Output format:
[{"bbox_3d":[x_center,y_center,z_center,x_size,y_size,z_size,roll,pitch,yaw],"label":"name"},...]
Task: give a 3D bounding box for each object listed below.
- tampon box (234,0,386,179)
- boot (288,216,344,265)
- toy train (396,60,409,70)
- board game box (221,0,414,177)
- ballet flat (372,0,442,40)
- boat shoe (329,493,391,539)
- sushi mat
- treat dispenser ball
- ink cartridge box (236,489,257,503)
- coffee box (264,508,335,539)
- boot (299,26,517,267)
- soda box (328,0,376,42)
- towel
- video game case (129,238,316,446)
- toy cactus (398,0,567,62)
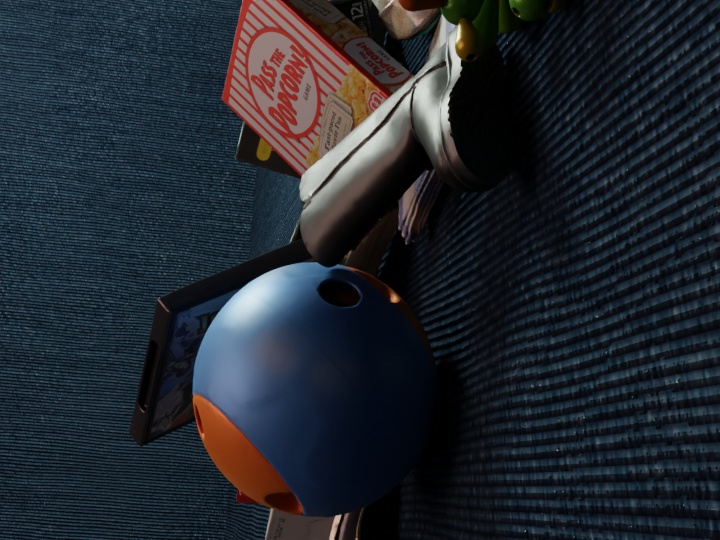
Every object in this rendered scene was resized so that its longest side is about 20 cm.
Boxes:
[{"bbox_3d":[-0.050,-0.213,1.296,0.201,0.125,0.151,-80,8,-57],"label":"tampon box"},{"bbox_3d":[-0.039,-0.029,1.257,0.131,0.067,0.202,82,-157,-61],"label":"boot"},{"bbox_3d":[0.020,-0.161,1.255,0.200,0.034,0.046,116,161,-62],"label":"toy train"},{"bbox_3d":[-0.038,-0.162,1.070,0.200,0.046,0.152,44,140,22],"label":"board game box"},{"bbox_3d":[0.031,-0.264,1.095,0.068,0.067,0.200,-49,17,10],"label":"ballet flat"},{"bbox_3d":[0.009,0.282,1.050,0.062,0.072,0.203,6,83,37],"label":"boat shoe"},{"bbox_3d":[0.000,0.000,1.185,0.096,0.012,0.201,-43,-13,-29],"label":"sushi mat"},{"bbox_3d":[-0.036,0.095,0.939,0.201,0.198,0.204,-174,90,-80],"label":"treat dispenser ball"},{"bbox_3d":[-0.085,0.206,1.404,0.067,0.115,0.203,-116,32,-71],"label":"ink cartridge box"},{"bbox_3d":[-0.037,0.173,1.175,0.114,0.079,0.202,106,175,-50],"label":"coffee box"},{"bbox_3d":[0.022,-0.068,0.856,0.199,0.065,0.166,-38,27,34],"label":"boot"},{"bbox_3d":[-0.007,-0.167,1.142,0.071,0.062,0.202,-112,10,-69],"label":"soda box"},{"bbox_3d":[0.067,-0.137,1.001,0.201,0.023,0.148,111,164,-51],"label":"towel"},{"bbox_3d":[-0.120,0.064,1.103,0.025,0.199,0.182,43,135,25],"label":"video game case"},{"bbox_3d":[0.091,-0.228,0.763,0.200,0.101,0.167,-87,15,-69],"label":"toy cactus"}]
